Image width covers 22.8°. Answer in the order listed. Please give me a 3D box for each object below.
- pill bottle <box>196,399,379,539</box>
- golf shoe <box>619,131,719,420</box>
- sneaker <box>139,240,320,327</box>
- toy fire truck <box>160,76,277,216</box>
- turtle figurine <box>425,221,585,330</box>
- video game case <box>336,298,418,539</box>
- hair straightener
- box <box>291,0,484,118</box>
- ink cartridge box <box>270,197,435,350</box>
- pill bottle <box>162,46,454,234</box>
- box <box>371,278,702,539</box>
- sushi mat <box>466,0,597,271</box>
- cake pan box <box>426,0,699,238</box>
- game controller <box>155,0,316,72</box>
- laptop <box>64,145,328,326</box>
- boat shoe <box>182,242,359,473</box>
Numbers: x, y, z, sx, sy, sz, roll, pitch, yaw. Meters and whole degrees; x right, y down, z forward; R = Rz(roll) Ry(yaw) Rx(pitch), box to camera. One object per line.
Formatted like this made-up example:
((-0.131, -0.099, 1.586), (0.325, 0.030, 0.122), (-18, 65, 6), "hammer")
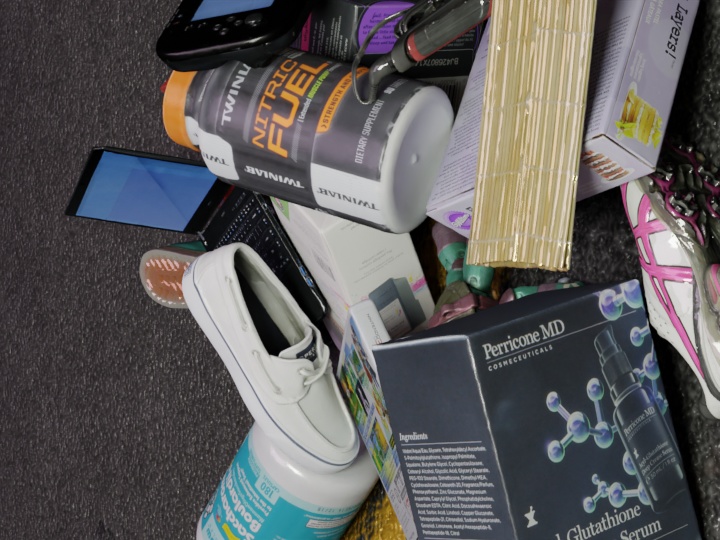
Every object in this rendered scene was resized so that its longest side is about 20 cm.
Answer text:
((-0.067, 0.200, 1.475), (0.201, 0.110, 0.111), (-60, 42, 35), "pill bottle")
((0.199, -0.002, 1.114), (0.092, 0.072, 0.201), (-54, 45, 39), "golf shoe")
((-0.100, 0.007, 1.582), (0.199, 0.080, 0.072), (16, 117, 35), "sneaker")
((-0.111, -0.107, 1.505), (0.049, 0.141, 0.200), (-49, 5, -17), "toy fire truck")
((0.094, 0.039, 1.258), (0.150, 0.100, 0.202), (-42, 48, 47), "turtle figurine")
((0.031, 0.131, 1.292), (0.200, 0.022, 0.184), (100, 146, -73), "video game case")
((0.074, -0.178, 1.183), (0.199, 0.041, 0.077), (-38, 25, 5), "hair straightener")
((-0.008, -0.184, 1.394), (0.200, 0.121, 0.107), (39, 128, 52), "box")
((0.000, 0.000, 1.376), (0.117, 0.067, 0.201), (47, 163, 47), "ink cartridge box")
((-0.042, -0.100, 1.257), (0.198, 0.106, 0.107), (17, 103, 27), "pill bottle")
((0.114, 0.122, 1.127), (0.107, 0.147, 0.202), (-11, 94, 56), "box")
((0.107, -0.101, 1.101), (0.095, 0.012, 0.202), (6, 90, 56), "sushi mat")
((0.134, -0.126, 1.180), (0.199, 0.052, 0.186), (-23, 41, 53), "cake pan box")
((-0.076, -0.200, 1.274), (0.201, 0.103, 0.042), (-70, -25, -53), "game controller")
((-0.136, -0.009, 1.440), (0.201, 0.103, 0.177), (59, 159, 5), "laptop")
((-0.058, 0.068, 1.358), (0.065, 0.074, 0.201), (-25, 108, 45), "boat shoe")
